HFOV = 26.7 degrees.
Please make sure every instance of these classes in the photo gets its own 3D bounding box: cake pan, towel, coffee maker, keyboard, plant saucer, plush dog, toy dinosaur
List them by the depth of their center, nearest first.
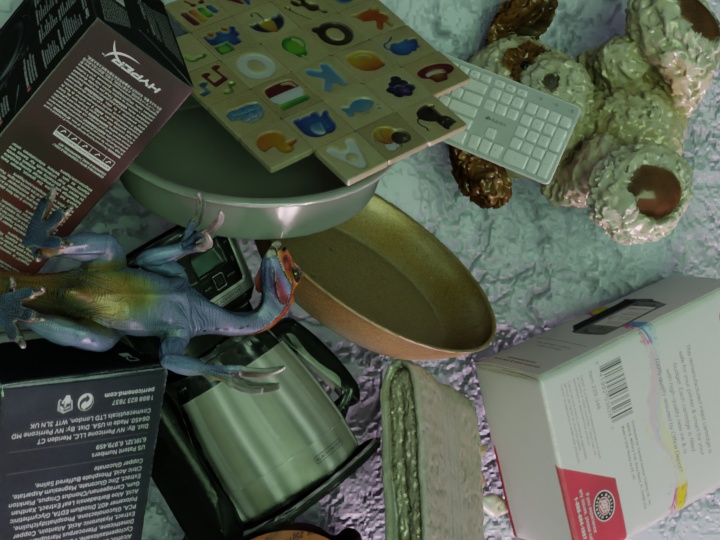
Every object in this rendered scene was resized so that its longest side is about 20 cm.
[{"bbox_3d":[-0.127,0.005,0.887,0.181,0.199,0.105,17,83,-56],"label":"toy dinosaur"},{"bbox_3d":[-0.072,-0.082,0.991,0.199,0.200,0.037,-4,126,-16],"label":"cake pan"},{"bbox_3d":[-0.116,0.083,1.012,0.192,0.135,0.200,-32,92,24],"label":"coffee maker"},{"bbox_3d":[0.052,0.170,1.024,0.034,0.132,0.201,-9,70,21],"label":"towel"},{"bbox_3d":[0.000,0.000,1.025,0.200,0.200,0.035,27,114,-19],"label":"plant saucer"},{"bbox_3d":[0.052,-0.121,1.044,0.199,0.011,0.056,25,86,21],"label":"keyboard"},{"bbox_3d":[0.148,-0.110,1.089,0.171,0.161,0.201,18,71,-3],"label":"plush dog"}]

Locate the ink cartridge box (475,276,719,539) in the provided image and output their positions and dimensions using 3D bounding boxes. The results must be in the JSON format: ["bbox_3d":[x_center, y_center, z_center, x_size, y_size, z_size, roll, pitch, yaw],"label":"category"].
[{"bbox_3d":[0.197,0.105,1.123,0.199,0.086,0.148,-21,105,-30],"label":"ink cartridge box"}]

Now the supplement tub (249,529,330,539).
[{"bbox_3d":[-0.035,0.265,0.976,0.122,0.123,0.200,-22,136,-13],"label":"supplement tub"}]

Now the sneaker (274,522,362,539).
[{"bbox_3d":[-0.079,0.237,1.072,0.199,0.076,0.116,-26,133,-21],"label":"sneaker"}]

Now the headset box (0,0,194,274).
[{"bbox_3d":[-0.200,-0.085,0.920,0.077,0.149,0.200,34,105,-29],"label":"headset box"}]

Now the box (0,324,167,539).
[{"bbox_3d":[-0.232,0.122,0.934,0.117,0.196,0.201,-5,111,-44],"label":"box"}]

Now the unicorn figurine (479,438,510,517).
[{"bbox_3d":[0.055,0.224,1.111,0.137,0.074,0.201,-10,84,-42],"label":"unicorn figurine"}]

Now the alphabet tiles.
[{"bbox_3d":[-0.032,-0.134,0.992,0.166,0.200,0.006,-27,147,-31],"label":"alphabet tiles"}]
